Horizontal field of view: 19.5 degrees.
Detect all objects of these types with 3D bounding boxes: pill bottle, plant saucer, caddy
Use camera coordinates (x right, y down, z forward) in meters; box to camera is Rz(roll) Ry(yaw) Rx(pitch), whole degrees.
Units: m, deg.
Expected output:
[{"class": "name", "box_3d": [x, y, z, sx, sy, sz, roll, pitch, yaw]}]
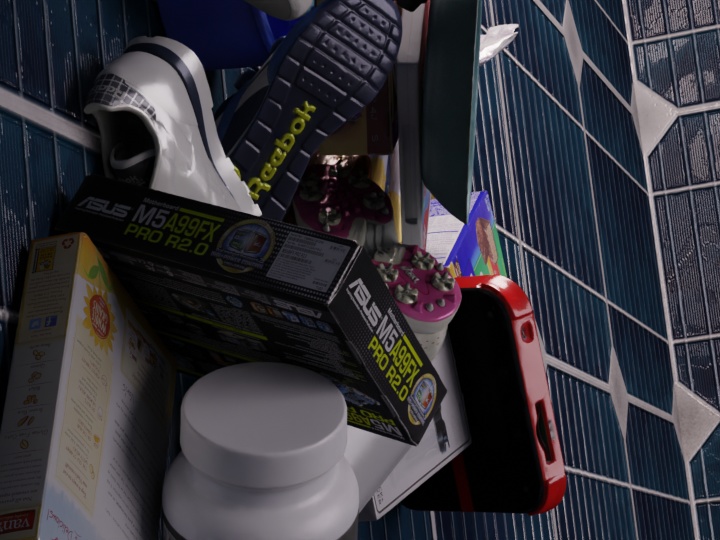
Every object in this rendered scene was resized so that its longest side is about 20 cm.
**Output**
[{"class": "pill bottle", "box_3d": [-0.059, 0.162, 1.224, 0.116, 0.115, 0.201, -70, 166, -58]}, {"class": "plant saucer", "box_3d": [0.065, -0.133, 1.485, 0.200, 0.036, 0.201, 3, 90, -86]}, {"class": "caddy", "box_3d": [-0.079, -0.229, 1.477, 0.141, 0.105, 0.201, -23, 103, -72]}]

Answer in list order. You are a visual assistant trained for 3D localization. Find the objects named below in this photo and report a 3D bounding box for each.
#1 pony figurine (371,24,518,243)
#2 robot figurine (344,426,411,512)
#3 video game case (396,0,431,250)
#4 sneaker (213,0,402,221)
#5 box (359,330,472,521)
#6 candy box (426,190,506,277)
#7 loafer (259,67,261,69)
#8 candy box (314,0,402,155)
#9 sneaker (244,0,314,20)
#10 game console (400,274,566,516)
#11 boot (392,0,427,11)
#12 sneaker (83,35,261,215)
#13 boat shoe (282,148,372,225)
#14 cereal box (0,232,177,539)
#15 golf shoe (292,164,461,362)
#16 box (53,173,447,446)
[{"class": "pony figurine", "box_3d": [0.036, -0.149, 1.785, 0.193, 0.166, 0.201, -50, 144, -59]}, {"class": "robot figurine", "box_3d": [-0.027, 0.103, 1.387, 0.200, 0.113, 0.170, -49, 145, -32]}, {"class": "video game case", "box_3d": [0.042, -0.117, 1.555, 0.143, 0.017, 0.201, -83, 173, -46]}, {"class": "sneaker", "box_3d": [-0.052, -0.113, 1.415, 0.074, 0.200, 0.082, 38, 3, -27]}, {"class": "box", "box_3d": [0.015, 0.112, 1.629, 0.200, 0.060, 0.117, -30, 109, -62]}, {"class": "candy box", "box_3d": [0.086, 0.040, 1.925, 0.200, 0.077, 0.170, -59, 137, -63]}, {"class": "loafer", "box_3d": [-0.047, -0.111, 1.575, 0.200, 0.075, 0.070, -70, 142, -59]}, {"class": "candy box", "box_3d": [0.005, -0.161, 1.542, 0.200, 0.056, 0.117, -72, 161, -75]}, {"class": "sneaker", "box_3d": [-0.114, -0.213, 1.337, 0.200, 0.076, 0.081, 35, 68, -29]}, {"class": "game console", "box_3d": [0.083, 0.105, 1.730, 0.031, 0.176, 0.201, -19, 101, -43]}, {"class": "boot", "box_3d": [0.027, -0.293, 1.402, 0.198, 0.162, 0.073, 47, 13, -16]}, {"class": "sneaker", "box_3d": [-0.121, -0.046, 1.330, 0.081, 0.076, 0.201, -58, 133, -49]}, {"class": "boat shoe", "box_3d": [-0.029, -0.021, 1.597, 0.072, 0.067, 0.201, 64, 24, -44]}, {"class": "cereal box", "box_3d": [-0.153, 0.100, 1.171, 0.144, 0.039, 0.201, 63, 25, -49]}, {"class": "golf shoe", "box_3d": [0.000, 0.000, 1.521, 0.200, 0.075, 0.092, 55, -34, 43]}, {"class": "box", "box_3d": [-0.064, 0.023, 1.237, 0.044, 0.199, 0.160, -61, 146, -22]}]
